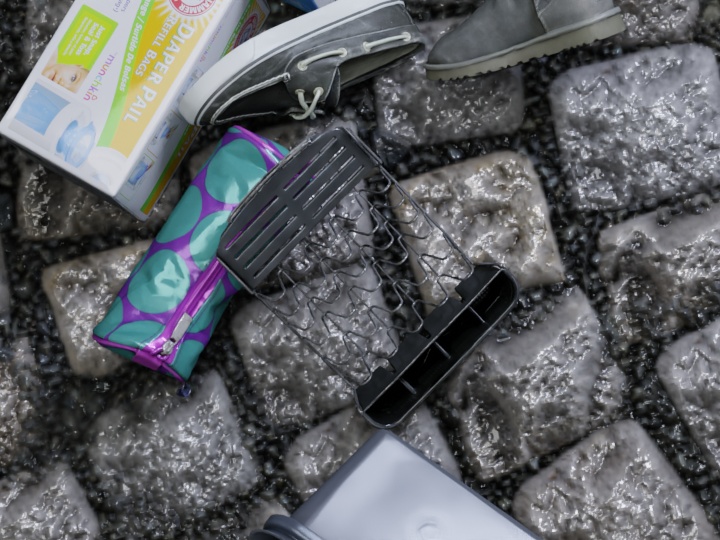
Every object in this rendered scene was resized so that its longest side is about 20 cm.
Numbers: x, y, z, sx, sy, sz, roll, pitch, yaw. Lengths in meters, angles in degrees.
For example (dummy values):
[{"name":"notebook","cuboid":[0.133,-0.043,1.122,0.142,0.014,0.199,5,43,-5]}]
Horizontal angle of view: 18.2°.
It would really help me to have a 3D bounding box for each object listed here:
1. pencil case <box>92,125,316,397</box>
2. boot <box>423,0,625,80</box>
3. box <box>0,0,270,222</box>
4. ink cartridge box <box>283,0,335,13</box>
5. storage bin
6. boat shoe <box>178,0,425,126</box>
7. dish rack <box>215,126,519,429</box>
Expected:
[{"name":"pencil case","cuboid":[-0.115,-0.010,1.700,0.085,0.092,0.200,36,84,-27]},{"name":"boot","cuboid":[0.102,-0.253,1.678,0.182,0.073,0.200,-16,99,29]},{"name":"box","cuboid":[-0.171,-0.156,1.729,0.112,0.101,0.200,29,85,12]},{"name":"ink cartridge box","cuboid":[-0.108,-0.276,1.735,0.200,0.116,0.067,27,86,12]},{"name":"storage bin","cuboid":[0.034,0.222,1.629,0.200,0.146,0.134,36,59,13]},{"name":"boat shoe","cuboid":[-0.041,-0.151,1.702,0.200,0.071,0.064,-29,76,-19]},{"name":"dish rack","cuboid":[0.000,0.000,1.660,0.153,0.055,0.200,-46,111,-3]}]
